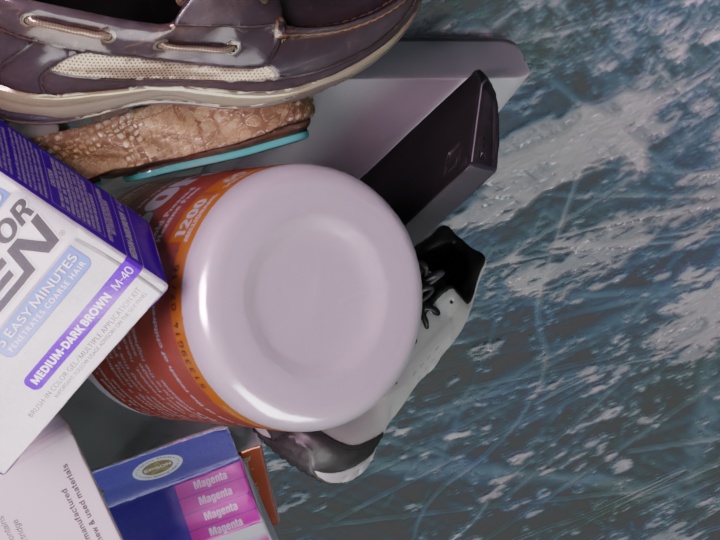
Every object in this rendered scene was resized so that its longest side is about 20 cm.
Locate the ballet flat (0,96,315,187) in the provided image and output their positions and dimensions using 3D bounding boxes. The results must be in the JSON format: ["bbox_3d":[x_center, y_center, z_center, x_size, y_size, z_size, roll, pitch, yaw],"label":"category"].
[{"bbox_3d":[-0.116,-0.061,0.969,0.199,0.066,0.070,-20,-174,-25],"label":"ballet flat"}]

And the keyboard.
[{"bbox_3d":[0.000,0.000,1.062,0.021,0.128,0.200,30,132,-19],"label":"keyboard"}]

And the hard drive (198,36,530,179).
[{"bbox_3d":[-0.019,-0.046,1.123,0.131,0.027,0.200,-4,150,-33],"label":"hard drive"}]

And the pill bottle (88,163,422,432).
[{"bbox_3d":[-0.067,0.012,1.010,0.112,0.113,0.200,-6,-178,-30],"label":"pill bottle"}]

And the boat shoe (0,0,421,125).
[{"bbox_3d":[-0.064,-0.109,0.907,0.199,0.075,0.073,-15,154,-18],"label":"boat shoe"}]

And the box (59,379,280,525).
[{"bbox_3d":[-0.156,0.109,1.235,0.199,0.098,0.125,-19,155,-6],"label":"box"}]

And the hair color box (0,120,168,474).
[{"bbox_3d":[-0.186,-0.019,0.874,0.200,0.065,0.109,35,105,-26],"label":"hair color box"}]

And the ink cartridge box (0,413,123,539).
[{"bbox_3d":[-0.225,0.126,1.025,0.199,0.145,0.084,-29,116,-14],"label":"ink cartridge box"}]

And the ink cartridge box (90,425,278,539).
[{"bbox_3d":[-0.141,0.164,1.194,0.195,0.044,0.200,-20,156,-3],"label":"ink cartridge box"}]

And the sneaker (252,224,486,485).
[{"bbox_3d":[0.005,0.036,1.160,0.080,0.074,0.200,-54,179,33],"label":"sneaker"}]
